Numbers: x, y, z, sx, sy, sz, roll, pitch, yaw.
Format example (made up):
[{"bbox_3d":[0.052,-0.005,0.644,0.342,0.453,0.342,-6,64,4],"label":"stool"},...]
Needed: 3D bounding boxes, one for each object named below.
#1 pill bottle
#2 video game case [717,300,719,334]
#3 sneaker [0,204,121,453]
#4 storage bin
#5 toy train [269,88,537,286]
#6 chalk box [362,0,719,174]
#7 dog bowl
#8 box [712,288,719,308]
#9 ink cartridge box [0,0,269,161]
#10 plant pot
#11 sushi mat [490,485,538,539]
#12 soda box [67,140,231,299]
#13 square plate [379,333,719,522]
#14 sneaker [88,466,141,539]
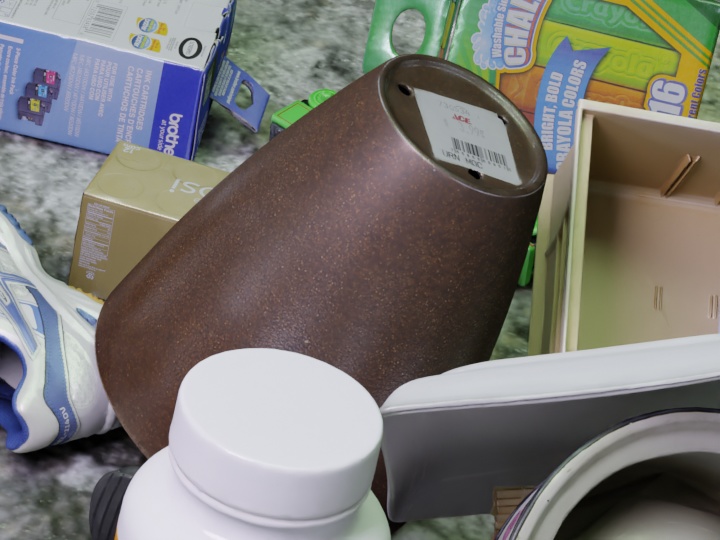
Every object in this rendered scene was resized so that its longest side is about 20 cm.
[{"bbox_3d":[-0.049,0.137,1.097,0.111,0.201,0.111,9,31,-6],"label":"pill bottle"},{"bbox_3d":[0.264,-0.002,1.323,0.199,0.023,0.183,16,68,-25],"label":"video game case"},{"bbox_3d":[-0.200,0.019,1.354,0.200,0.076,0.088,33,36,30],"label":"sneaker"},{"bbox_3d":[0.190,0.036,1.372,0.199,0.094,0.199,9,69,-8],"label":"storage bin"},{"bbox_3d":[0.027,-0.047,1.585,0.200,0.042,0.056,33,46,29],"label":"toy train"},{"bbox_3d":[0.103,-0.127,1.629,0.199,0.125,0.124,12,7,-2],"label":"chalk box"},{"bbox_3d":[0.132,0.163,1.157,0.199,0.201,0.074,-1,-9,-22],"label":"dog bowl"},{"bbox_3d":[0.238,0.009,1.535,0.199,0.078,0.095,-15,41,-38],"label":"box"},{"bbox_3d":[-0.152,-0.134,1.620,0.199,0.077,0.137,12,31,1],"label":"ink cartridge box"},{"bbox_3d":[0.000,0.000,1.291,0.186,0.200,0.187,24,36,-19],"label":"plant pot"},{"bbox_3d":[0.151,0.147,1.272,0.199,0.096,0.012,0,4,-21],"label":"sushi mat"},{"bbox_3d":[-0.053,-0.004,1.459,0.199,0.064,0.068,17,31,5],"label":"soda box"},{"bbox_3d":[0.106,0.069,1.209,0.197,0.200,0.029,-7,72,0],"label":"square plate"},{"bbox_3d":[-0.029,0.145,1.223,0.200,0.074,0.088,32,34,11],"label":"sneaker"}]
